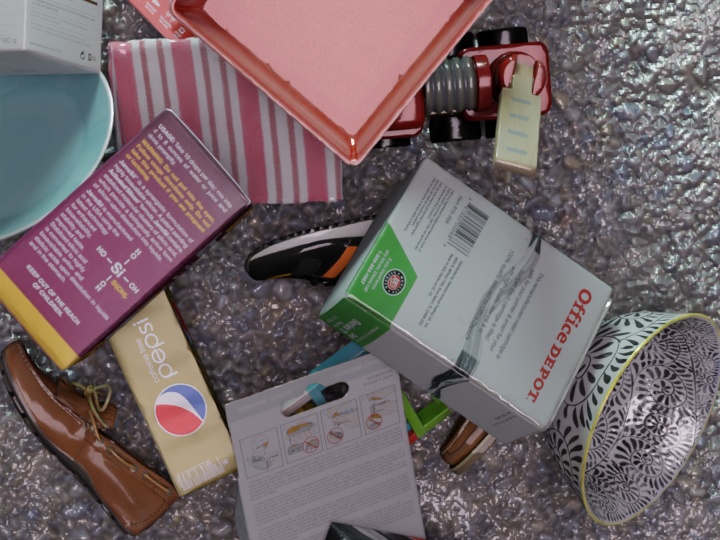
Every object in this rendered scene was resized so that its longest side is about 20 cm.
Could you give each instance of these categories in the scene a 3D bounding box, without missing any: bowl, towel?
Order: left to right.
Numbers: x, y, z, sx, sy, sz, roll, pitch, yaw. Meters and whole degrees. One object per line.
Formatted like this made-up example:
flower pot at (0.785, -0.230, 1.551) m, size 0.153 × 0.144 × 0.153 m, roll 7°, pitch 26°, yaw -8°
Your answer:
towel at (-0.114, -0.128, 1.331) m, size 0.198 × 0.030 × 0.148 m, roll -1°, pitch 110°, yaw 11°
bowl at (0.222, 0.112, 1.366) m, size 0.094 × 0.200 × 0.202 m, roll 29°, pitch 91°, yaw 38°

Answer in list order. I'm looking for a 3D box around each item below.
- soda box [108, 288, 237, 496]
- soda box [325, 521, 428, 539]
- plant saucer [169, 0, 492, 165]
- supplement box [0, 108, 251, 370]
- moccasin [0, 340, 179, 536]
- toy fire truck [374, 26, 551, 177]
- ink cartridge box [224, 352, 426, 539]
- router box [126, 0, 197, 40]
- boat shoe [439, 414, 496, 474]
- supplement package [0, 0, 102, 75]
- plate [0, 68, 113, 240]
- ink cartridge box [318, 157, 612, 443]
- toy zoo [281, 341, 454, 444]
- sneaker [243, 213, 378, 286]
soda box at (-0.169, 0.091, 1.363) m, size 0.064 × 0.068 × 0.201 m, roll -23°, pitch 95°, yaw -3°
soda box at (0.060, 0.275, 1.355) m, size 0.199 × 0.071 × 0.064 m, roll 16°, pitch 99°, yaw -30°
plant saucer at (-0.017, -0.221, 1.250) m, size 0.200 × 0.037 × 0.200 m, roll 40°, pitch 94°, yaw 1°
supplement box at (-0.191, -0.024, 1.258) m, size 0.200 × 0.131 × 0.103 m, roll -42°, pitch 92°, yaw -2°
moccasin at (-0.236, 0.137, 1.359) m, size 0.078 × 0.074 × 0.202 m, roll -42°, pitch 94°, yaw -7°
toy fire truck at (0.081, -0.139, 1.301) m, size 0.174 × 0.200 × 0.130 m, roll -5°, pitch 94°, yaw -4°
ink cartridge box at (-0.033, 0.172, 1.341) m, size 0.161 × 0.057 × 0.202 m, roll -18°, pitch 110°, yaw -20°
router box at (-0.104, -0.260, 1.355) m, size 0.200 × 0.049 × 0.180 m, roll 44°, pitch 90°, yaw -6°
boat shoe at (0.122, 0.084, 1.388) m, size 0.068 × 0.072 × 0.201 m, roll 37°, pitch 79°, yaw -7°
supplement package at (-0.289, -0.269, 1.279) m, size 0.120 × 0.120 × 0.202 m, roll 1°, pitch 88°, yaw 22°
plate at (-0.294, -0.102, 1.314) m, size 0.198 × 0.026 × 0.202 m, roll -9°, pitch 56°, yaw 14°
ink cartridge box at (0.089, 0.028, 1.294) m, size 0.199 × 0.083 × 0.147 m, roll 35°, pitch 67°, yaw -7°
toy zoo at (-0.018, 0.135, 1.359) m, size 0.199 × 0.020 × 0.132 m, roll -36°, pitch 132°, yaw -5°
sneaker at (0.000, 0.000, 1.369) m, size 0.198 × 0.070 × 0.091 m, roll -12°, pitch 91°, yaw -6°
